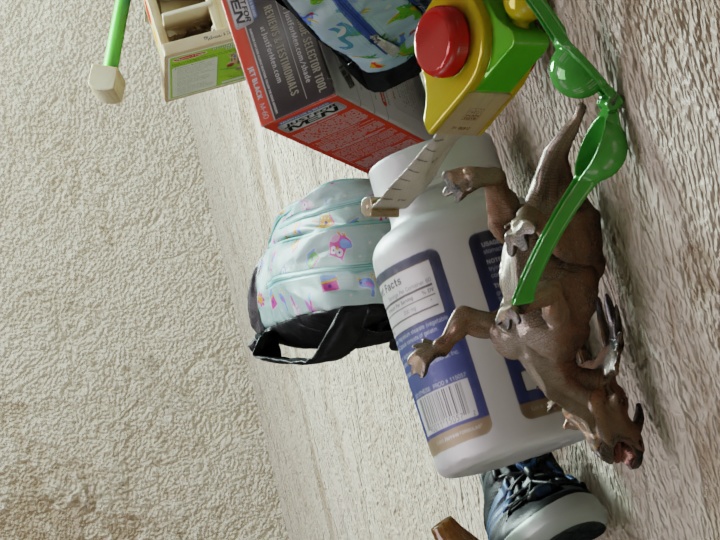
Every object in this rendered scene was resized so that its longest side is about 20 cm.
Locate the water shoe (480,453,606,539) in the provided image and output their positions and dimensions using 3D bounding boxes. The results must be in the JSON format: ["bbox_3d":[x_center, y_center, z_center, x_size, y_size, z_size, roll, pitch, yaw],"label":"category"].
[{"bbox_3d":[0.107,0.151,1.555,0.200,0.071,0.079,116,134,-78],"label":"water shoe"}]

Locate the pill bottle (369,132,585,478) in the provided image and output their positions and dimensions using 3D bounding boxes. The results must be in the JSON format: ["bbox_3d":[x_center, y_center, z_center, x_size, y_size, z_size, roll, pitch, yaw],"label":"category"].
[{"bbox_3d":[0.072,0.021,1.478,0.111,0.111,0.200,114,140,-77],"label":"pill bottle"}]

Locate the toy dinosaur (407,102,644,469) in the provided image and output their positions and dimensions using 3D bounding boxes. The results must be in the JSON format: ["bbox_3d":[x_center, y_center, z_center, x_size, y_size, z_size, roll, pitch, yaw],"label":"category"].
[{"bbox_3d":[0.111,0.006,1.335,0.086,0.135,0.200,11,95,49],"label":"toy dinosaur"}]

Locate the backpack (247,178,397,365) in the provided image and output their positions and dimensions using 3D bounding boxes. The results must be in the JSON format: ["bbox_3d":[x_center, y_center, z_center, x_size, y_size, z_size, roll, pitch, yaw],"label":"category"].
[{"bbox_3d":[0.000,0.000,1.787,0.200,0.167,0.127,148,111,-75],"label":"backpack"}]

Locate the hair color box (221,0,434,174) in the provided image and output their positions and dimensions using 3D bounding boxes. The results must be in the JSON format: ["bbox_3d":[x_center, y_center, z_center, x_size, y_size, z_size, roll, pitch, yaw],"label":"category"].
[{"bbox_3d":[-0.018,-0.141,1.656,0.200,0.064,0.111,22,-132,-66],"label":"hair color box"}]

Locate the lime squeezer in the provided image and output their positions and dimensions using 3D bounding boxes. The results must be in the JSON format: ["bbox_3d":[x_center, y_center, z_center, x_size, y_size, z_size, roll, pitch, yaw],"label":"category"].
[{"bbox_3d":[0.103,-0.086,1.244,0.038,0.071,0.200,-55,-42,-78],"label":"lime squeezer"}]

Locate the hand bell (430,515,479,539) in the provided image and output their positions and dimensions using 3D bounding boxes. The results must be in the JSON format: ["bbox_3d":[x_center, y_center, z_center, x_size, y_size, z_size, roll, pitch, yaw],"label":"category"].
[{"bbox_3d":[0.105,0.240,1.473,0.200,0.104,0.104,54,171,-1],"label":"hand bell"}]

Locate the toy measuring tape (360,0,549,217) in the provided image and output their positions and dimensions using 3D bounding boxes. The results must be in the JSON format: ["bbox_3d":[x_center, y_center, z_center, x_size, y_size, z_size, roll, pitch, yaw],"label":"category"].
[{"bbox_3d":[0.049,-0.111,1.391,0.200,0.074,0.074,-50,51,44],"label":"toy measuring tape"}]

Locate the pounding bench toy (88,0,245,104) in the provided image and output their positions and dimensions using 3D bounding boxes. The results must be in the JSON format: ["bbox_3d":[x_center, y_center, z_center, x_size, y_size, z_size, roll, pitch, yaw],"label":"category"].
[{"bbox_3d":[-0.194,-0.267,2.380,0.124,0.200,0.156,102,150,-73],"label":"pounding bench toy"}]

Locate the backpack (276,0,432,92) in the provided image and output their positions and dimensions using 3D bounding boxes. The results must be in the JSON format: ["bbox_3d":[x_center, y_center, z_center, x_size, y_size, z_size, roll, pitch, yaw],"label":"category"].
[{"bbox_3d":[-0.012,-0.217,1.471,0.200,0.154,0.163,16,-124,-56],"label":"backpack"}]
